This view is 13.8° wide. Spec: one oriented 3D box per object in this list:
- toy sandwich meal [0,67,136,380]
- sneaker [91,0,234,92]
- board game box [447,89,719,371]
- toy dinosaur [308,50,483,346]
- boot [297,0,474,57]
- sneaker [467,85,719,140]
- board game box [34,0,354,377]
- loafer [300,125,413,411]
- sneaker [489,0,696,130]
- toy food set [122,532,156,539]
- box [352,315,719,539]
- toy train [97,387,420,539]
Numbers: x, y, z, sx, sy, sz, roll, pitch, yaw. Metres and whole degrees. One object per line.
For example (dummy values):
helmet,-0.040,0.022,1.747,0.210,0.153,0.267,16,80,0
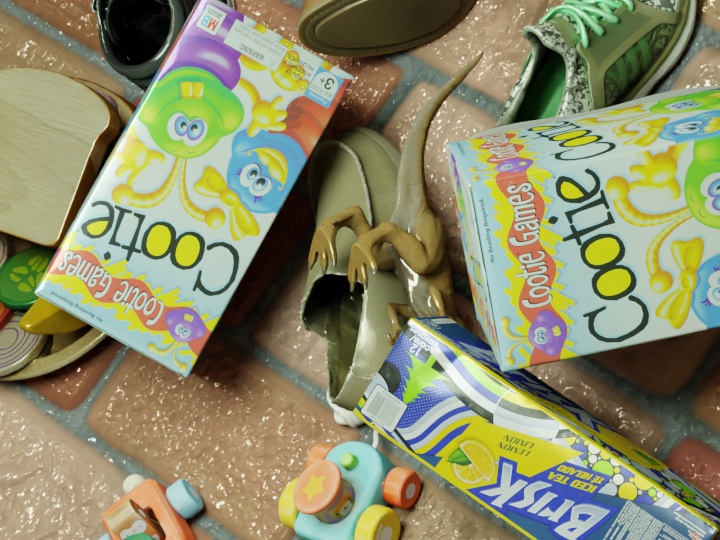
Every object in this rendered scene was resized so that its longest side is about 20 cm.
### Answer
toy sandwich meal,-0.208,-0.030,1.870,0.205,0.070,0.205,-13,61,24
sneaker,-0.130,-0.179,1.883,0.071,0.099,0.200,-32,53,14
board game box,0.157,-0.028,1.570,0.200,0.103,0.105,-12,15,-2
toy dinosaur,0.028,-0.021,1.681,0.060,0.106,0.200,-23,73,52
boot,0.033,-0.227,1.834,0.200,0.074,0.155,-26,56,2
sneaker,0.160,-0.036,1.672,0.200,0.112,0.073,-9,18,-6
board game box,-0.099,-0.050,1.761,0.103,0.105,0.200,29,88,-4
loafer,0.000,0.000,1.724,0.076,0.067,0.200,-55,42,45
sneaker,0.131,-0.130,1.715,0.077,0.089,0.200,14,73,34
toy food set,-0.131,0.254,1.655,0.200,0.049,0.198,-55,36,18
box,0.099,0.103,1.581,0.200,0.070,0.064,35,100,15
toy train,-0.066,0.136,1.716,0.200,0.056,0.150,-34,55,11
